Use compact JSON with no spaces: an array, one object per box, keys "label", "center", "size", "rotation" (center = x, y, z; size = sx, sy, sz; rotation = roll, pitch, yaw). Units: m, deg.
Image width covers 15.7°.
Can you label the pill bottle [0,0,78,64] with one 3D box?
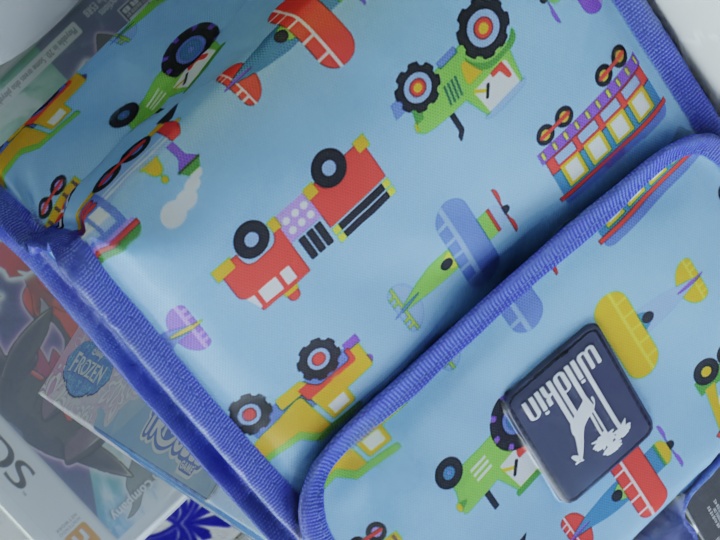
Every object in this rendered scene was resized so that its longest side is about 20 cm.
[{"label":"pill bottle","center":[-0.192,-0.177,1.009],"size":[0.200,0.106,0.106],"rotation":[45,171,14]}]

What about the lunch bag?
[{"label":"lunch bag","center":[0.023,0.006,0.664],"size":[0.200,0.151,0.094],"rotation":[50,170,-26]}]

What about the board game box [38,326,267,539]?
[{"label":"board game box","center":[-0.005,0.097,0.971],"size":[0.199,0.044,0.200],"rotation":[36,173,-23]}]

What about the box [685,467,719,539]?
[{"label":"box","center":[0.105,0.073,0.906],"size":[0.158,0.050,0.200],"rotation":[39,168,43]}]

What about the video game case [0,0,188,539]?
[{"label":"video game case","center":[-0.104,-0.001,1.070],"size":[0.182,0.200,0.023],"rotation":[47,180,-5]}]
